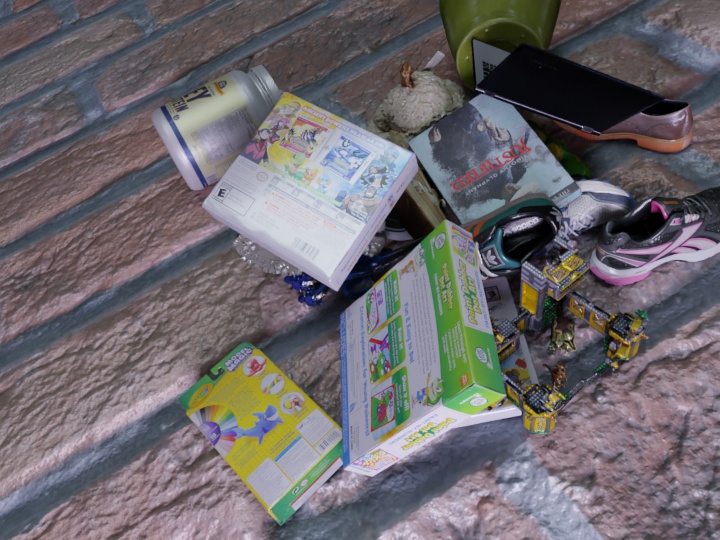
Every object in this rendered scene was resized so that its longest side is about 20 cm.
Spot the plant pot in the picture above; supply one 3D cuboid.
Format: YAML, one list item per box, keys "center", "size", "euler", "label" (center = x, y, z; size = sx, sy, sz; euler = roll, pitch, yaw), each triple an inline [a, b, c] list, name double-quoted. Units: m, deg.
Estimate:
- center: [0.216, -0.376, 1.012]
  size: [0.199, 0.201, 0.194]
  euler: [-3, 47, 15]
  label: "plant pot"

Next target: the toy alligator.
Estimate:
- center: [0.252, -0.174, 0.937]
  size: [0.054, 0.059, 0.200]
  euler: [-55, 43, 23]
  label: "toy alligator"

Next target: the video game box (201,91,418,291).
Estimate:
- center: [-0.061, -0.101, 0.786]
  size: [0.199, 0.047, 0.183]
  euler: [30, 80, 21]
  label: "video game box"

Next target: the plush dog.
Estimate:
- center: [0.112, -0.202, 0.959]
  size: [0.199, 0.161, 0.172]
  euler: [-34, 75, -10]
  label: "plush dog"

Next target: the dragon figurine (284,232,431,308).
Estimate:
- center: [0.000, 0.000, 0.859]
  size: [0.199, 0.059, 0.100]
  euler: [-2, 52, 22]
  label: "dragon figurine"

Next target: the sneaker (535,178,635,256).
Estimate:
- center: [0.245, -0.057, 0.834]
  size: [0.199, 0.077, 0.086]
  euler: [-5, 59, 24]
  label: "sneaker"

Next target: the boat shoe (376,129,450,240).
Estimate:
- center: [0.074, -0.108, 0.875]
  size: [0.062, 0.073, 0.201]
  euler: [-27, 74, -20]
  label: "boat shoe"

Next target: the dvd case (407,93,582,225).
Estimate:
- center: [0.167, -0.134, 0.845]
  size: [0.146, 0.022, 0.201]
  euler: [-32, 62, 7]
  label: "dvd case"

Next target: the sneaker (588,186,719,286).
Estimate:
- center: [0.369, -0.054, 0.771]
  size: [0.199, 0.087, 0.080]
  euler: [-27, 49, -7]
  label: "sneaker"

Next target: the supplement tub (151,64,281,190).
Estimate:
- center: [-0.224, -0.238, 1.078]
  size: [0.199, 0.145, 0.145]
  euler: [-30, 48, -9]
  label: "supplement tub"

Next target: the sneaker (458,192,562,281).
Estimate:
- center: [0.140, -0.021, 0.756]
  size: [0.199, 0.072, 0.080]
  euler: [-33, 10, 16]
  label: "sneaker"

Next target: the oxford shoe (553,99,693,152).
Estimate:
- center: [0.369, -0.229, 0.930]
  size: [0.199, 0.073, 0.071]
  euler: [17, 58, 30]
  label: "oxford shoe"

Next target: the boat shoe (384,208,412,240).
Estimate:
- center: [0.013, -0.119, 0.947]
  size: [0.072, 0.071, 0.200]
  euler: [-35, 55, -15]
  label: "boat shoe"

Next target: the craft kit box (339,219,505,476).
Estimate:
- center: [0.050, 0.081, 0.679]
  size: [0.198, 0.048, 0.201]
  euler: [-45, 34, 38]
  label: "craft kit box"

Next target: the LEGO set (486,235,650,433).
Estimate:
- center: [0.201, 0.058, 0.682]
  size: [0.199, 0.116, 0.154]
  euler: [-28, 50, -13]
  label: "LEGO set"

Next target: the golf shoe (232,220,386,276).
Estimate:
- center: [-0.064, -0.053, 0.849]
  size: [0.199, 0.079, 0.098]
  euler: [-6, 43, 9]
  label: "golf shoe"

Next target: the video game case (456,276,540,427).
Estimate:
- center: [0.095, 0.100, 0.770]
  size: [0.199, 0.023, 0.183]
  euler: [-12, 48, 6]
  label: "video game case"

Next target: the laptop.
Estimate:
- center: [0.253, -0.260, 0.837]
  size: [0.186, 0.116, 0.201]
  euler: [17, 46, -11]
  label: "laptop"

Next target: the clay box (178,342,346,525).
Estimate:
- center: [-0.113, 0.177, 0.753]
  size: [0.115, 0.048, 0.200]
  euler: [-41, 49, -18]
  label: "clay box"
